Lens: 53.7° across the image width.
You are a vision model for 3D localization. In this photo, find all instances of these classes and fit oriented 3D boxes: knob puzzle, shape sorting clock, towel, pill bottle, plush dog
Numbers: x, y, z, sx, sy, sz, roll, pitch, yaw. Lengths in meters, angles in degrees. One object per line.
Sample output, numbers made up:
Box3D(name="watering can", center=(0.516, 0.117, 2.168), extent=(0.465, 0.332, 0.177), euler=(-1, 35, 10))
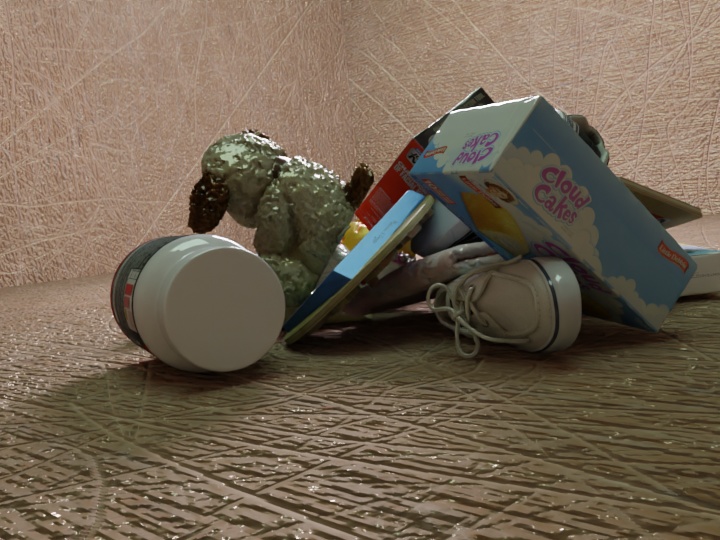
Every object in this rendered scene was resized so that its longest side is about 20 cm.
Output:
Box3D(name="knob puzzle", center=(0.230, -0.053, 0.764), extent=(0.219, 0.031, 0.220), euler=(-6, -15, -2))
Box3D(name="shape sorting clock", center=(0.000, 0.000, 0.696), extent=(0.200, 0.039, 0.200), euler=(-47, 1, 1))
Box3D(name="towel", center=(0.103, 0.001, 0.733), extent=(0.191, 0.032, 0.200), euler=(-11, -10, -32))
Box3D(name="pill bottle", center=(-0.145, 0.026, 0.619), extent=(0.116, 0.116, 0.200), euler=(-8, 5, -26))
Box3D(name="plush dog", center=(-0.093, -0.082, 0.767), extent=(0.171, 0.161, 0.200), euler=(29, 34, -5))

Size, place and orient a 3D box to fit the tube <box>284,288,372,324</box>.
Box3D(name="tube", center=(-0.087, 0.043, 0.807), extent=(0.199, 0.058, 0.052), euler=(-1, -30, -4))

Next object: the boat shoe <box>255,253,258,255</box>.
Box3D(name="boat shoe", center=(-0.184, 0.031, 0.924), extent=(0.200, 0.072, 0.071), euler=(-15, 9, 27))

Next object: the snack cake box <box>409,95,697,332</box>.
Box3D(name="snack cake box", center=(0.149, -0.040, 0.552), extent=(0.200, 0.067, 0.115), euler=(38, -8, -23))

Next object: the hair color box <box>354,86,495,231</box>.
Box3D(name="hair color box", center=(0.077, -0.109, 0.807), extent=(0.111, 0.064, 0.200), euler=(-40, -3, -25))

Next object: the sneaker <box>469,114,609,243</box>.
Box3D(name="sneaker", center=(0.172, -0.092, 0.767), extent=(0.202, 0.077, 0.146), euler=(-33, -1, -14))

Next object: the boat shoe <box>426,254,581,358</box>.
Box3D(name="boat shoe", center=(0.096, 0.027, 0.562), extent=(0.086, 0.075, 0.202), euler=(-6, 1, -9))

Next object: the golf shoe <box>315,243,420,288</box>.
Box3D(name="golf shoe", center=(-0.006, 0.011, 0.888), extent=(0.200, 0.092, 0.075), euler=(10, 4, 30))

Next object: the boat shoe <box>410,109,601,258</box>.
Box3D(name="boat shoe", center=(0.132, -0.065, 0.670), extent=(0.200, 0.068, 0.072), euler=(-40, 27, 32))

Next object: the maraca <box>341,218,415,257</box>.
Box3D(name="maraca", center=(-0.008, -0.007, 0.995), extent=(0.200, 0.107, 0.137), euler=(-30, -12, 9))

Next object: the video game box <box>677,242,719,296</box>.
Box3D(name="video game box", center=(0.284, 0.003, 0.804), extent=(0.182, 0.047, 0.200), euler=(-9, 4, 10))
